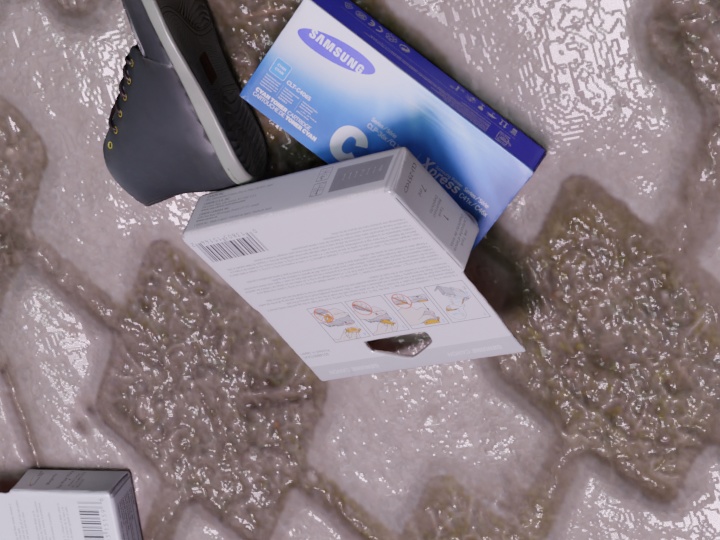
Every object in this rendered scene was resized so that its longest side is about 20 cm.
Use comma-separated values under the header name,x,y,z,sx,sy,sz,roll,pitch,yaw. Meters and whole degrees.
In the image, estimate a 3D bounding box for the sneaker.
name,x,y,z,sx,sy,sz,roll,pitch,yaw
sneaker,-0.155,-0.138,1.584,0.106,0.075,0.201,-16,108,24

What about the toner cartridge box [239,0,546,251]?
name,x,y,z,sx,sy,sz,roll,pitch,yaw
toner cartridge box,0.022,-0.103,1.559,0.200,0.043,0.095,37,119,0

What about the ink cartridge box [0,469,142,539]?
name,x,y,z,sx,sy,sz,roll,pitch,yaw
ink cartridge box,-0.258,0.258,1.811,0.173,0.044,0.201,0,113,19

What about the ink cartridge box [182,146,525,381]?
name,x,y,z,sx,sy,sz,roll,pitch,yaw
ink cartridge box,0.000,0.000,1.582,0.200,0.045,0.176,-10,135,40
